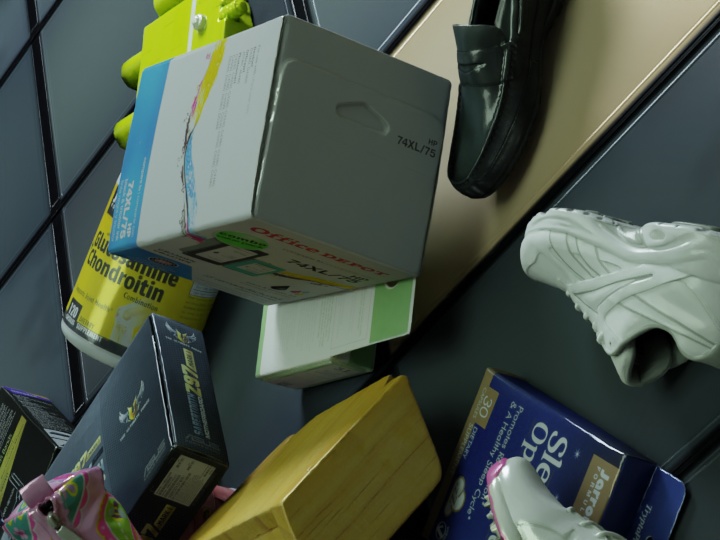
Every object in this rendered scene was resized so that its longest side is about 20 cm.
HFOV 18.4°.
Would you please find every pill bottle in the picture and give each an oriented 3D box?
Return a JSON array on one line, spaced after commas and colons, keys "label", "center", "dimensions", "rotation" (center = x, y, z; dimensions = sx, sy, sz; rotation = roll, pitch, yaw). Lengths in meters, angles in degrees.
[{"label": "pill bottle", "center": [-0.160, -0.020, 1.814], "dimensions": [0.112, 0.111, 0.201], "rotation": [35, 105, 57]}]

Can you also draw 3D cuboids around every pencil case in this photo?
[{"label": "pencil case", "center": [-0.168, 0.229, 1.516], "dimensions": [0.087, 0.087, 0.201], "rotation": [-35, 83, 43]}]

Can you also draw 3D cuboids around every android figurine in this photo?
[{"label": "android figurine", "center": [-0.155, -0.177, 1.953], "dimensions": [0.200, 0.041, 0.184], "rotation": [-23, 56, 53]}]

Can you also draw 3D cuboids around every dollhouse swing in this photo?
[{"label": "dollhouse swing", "center": [-0.004, 0.207, 1.493], "dimensions": [0.182, 0.176, 0.200], "rotation": [-44, 4, -30]}]

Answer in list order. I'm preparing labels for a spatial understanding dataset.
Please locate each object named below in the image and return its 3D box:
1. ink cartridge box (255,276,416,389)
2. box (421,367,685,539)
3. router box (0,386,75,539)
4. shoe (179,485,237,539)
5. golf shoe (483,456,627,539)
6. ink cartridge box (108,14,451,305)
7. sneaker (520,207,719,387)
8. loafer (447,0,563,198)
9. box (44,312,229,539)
[{"label": "ink cartridge box", "center": [0.000, 0.000, 1.620], "dimensions": [0.199, 0.048, 0.147], "rotation": [-16, 62, 51]}, {"label": "box", "center": [0.116, 0.149, 1.382], "dimensions": [0.200, 0.032, 0.122], "rotation": [30, 100, 57]}, {"label": "router box", "center": [-0.309, 0.225, 1.977], "dimensions": [0.157, 0.052, 0.201], "rotation": [35, 104, 58]}, {"label": "shoe", "center": [-0.143, 0.255, 1.670], "dimensions": [0.071, 0.090, 0.202], "rotation": [3, 77, 57]}, {"label": "golf shoe", "center": [0.143, 0.180, 1.273], "dimensions": [0.091, 0.075, 0.201], "rotation": [-36, 59, 10]}, {"label": "ink cartridge box", "center": [-0.058, -0.072, 1.564], "dimensions": [0.199, 0.146, 0.147], "rotation": [-12, 64, 55]}, {"label": "sneaker", "center": [0.158, 0.018, 1.344], "dimensions": [0.200, 0.077, 0.100], "rotation": [9, 85, 59]}, {"label": "loafer", "center": [0.091, -0.151, 1.532], "dimensions": [0.068, 0.070, 0.202], "rotation": [9, 82, 58]}, {"label": "box", "center": [-0.174, 0.156, 1.635], "dimensions": [0.200, 0.051, 0.158], "rotation": [-54, 29, 25]}]
